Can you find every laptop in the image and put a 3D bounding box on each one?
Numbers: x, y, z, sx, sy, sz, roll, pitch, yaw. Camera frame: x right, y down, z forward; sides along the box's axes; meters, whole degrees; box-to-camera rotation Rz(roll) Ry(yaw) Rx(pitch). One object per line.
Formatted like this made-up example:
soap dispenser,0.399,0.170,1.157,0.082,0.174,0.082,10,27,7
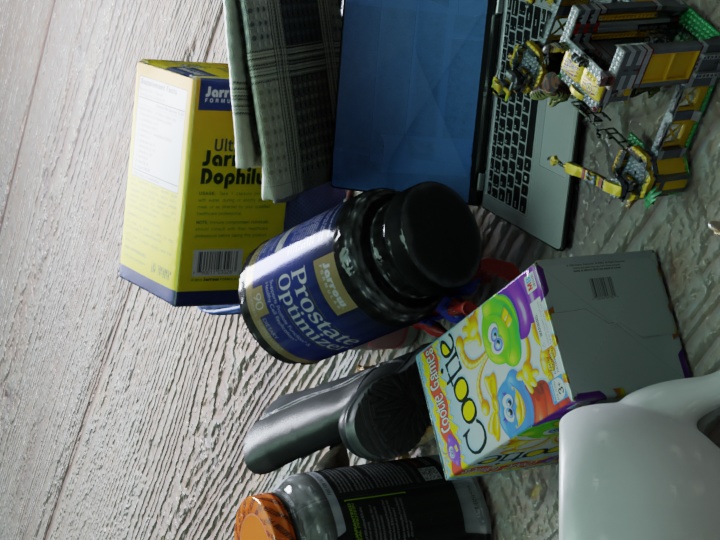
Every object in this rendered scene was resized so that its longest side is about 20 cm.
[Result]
laptop,0.075,-0.131,1.300,0.200,0.115,0.189,36,126,57

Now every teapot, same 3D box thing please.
teapot,0.200,0.183,1.070,0.198,0.144,0.202,-81,-11,-51

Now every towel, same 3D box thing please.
towel,-0.059,-0.162,1.368,0.034,0.192,0.202,-5,98,22

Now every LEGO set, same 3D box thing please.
LEGO set,0.147,-0.139,1.128,0.201,0.115,0.155,58,140,32

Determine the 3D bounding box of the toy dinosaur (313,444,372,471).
toy dinosaur,-0.008,0.224,1.535,0.077,0.101,0.202,-30,68,61

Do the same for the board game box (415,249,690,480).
board game box,0.136,0.073,1.217,0.200,0.104,0.104,-44,56,58

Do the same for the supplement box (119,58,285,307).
supplement box,-0.136,-0.079,1.477,0.108,0.109,0.202,23,110,52

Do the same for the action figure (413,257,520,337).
action figure,0.078,0.024,1.378,0.066,0.051,0.200,-70,15,-7

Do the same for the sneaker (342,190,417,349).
sneaker,-0.001,-0.024,1.473,0.075,0.104,0.203,11,104,51

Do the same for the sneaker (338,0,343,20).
sneaker,-0.001,-0.270,1.478,0.146,0.076,0.205,-10,86,61

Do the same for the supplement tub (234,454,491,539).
supplement tub,0.001,0.227,1.407,0.122,0.198,0.124,14,105,63

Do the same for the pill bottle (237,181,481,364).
pill bottle,0.000,0.000,1.330,0.199,0.111,0.113,-24,71,46

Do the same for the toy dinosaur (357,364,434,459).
toy dinosaur,0.028,0.142,1.497,0.200,0.060,0.108,31,119,59

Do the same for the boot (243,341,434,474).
boot,-0.030,0.134,1.436,0.199,0.164,0.066,-19,97,36

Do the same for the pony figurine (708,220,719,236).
pony figurine,0.278,-0.030,0.890,0.200,0.165,0.195,42,140,34

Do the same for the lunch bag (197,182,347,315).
lunch bag,-0.071,-0.027,1.593,0.199,0.131,0.138,-5,86,55
